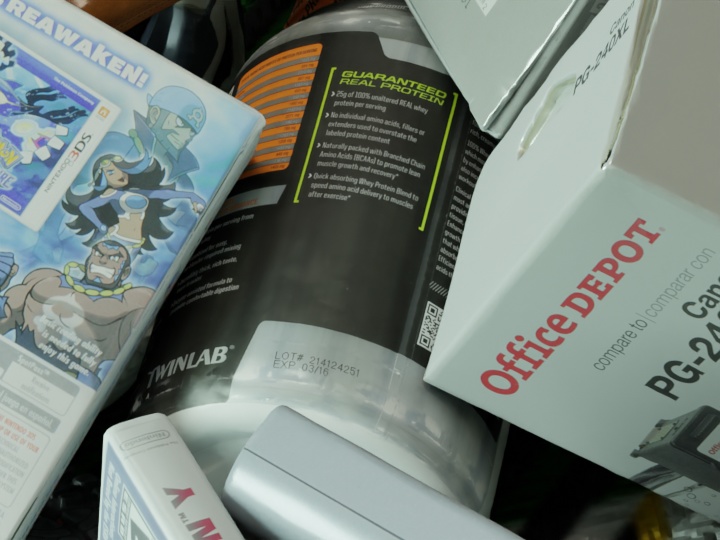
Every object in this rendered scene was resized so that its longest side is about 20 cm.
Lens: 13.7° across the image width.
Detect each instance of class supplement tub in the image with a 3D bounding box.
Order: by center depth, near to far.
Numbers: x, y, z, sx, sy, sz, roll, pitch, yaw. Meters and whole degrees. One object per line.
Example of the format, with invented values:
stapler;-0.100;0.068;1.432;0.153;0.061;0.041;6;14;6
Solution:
supplement tub;0.000;0.000;1.000;0.122;0.123;0.201;4;52;17

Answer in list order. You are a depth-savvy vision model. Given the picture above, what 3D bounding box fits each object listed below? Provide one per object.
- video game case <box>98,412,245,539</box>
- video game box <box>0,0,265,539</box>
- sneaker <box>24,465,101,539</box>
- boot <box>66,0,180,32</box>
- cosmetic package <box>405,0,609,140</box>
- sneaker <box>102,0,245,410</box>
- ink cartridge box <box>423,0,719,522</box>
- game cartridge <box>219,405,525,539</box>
video game case;-0.031;0.170;0.819;0.023;0.201;0.182;-14;46;-24
video game box;-0.159;-0.017;0.921;0.199;0.047;0.183;30;74;1
sneaker;-0.158;0.090;1.002;0.080;0.075;0.200;-13;26;-41
boot;-0.105;-0.154;1.020;0.199;0.069;0.189;-27;75;-2
cosmetic package;0.118;-0.092;1.004;0.199;0.090;0.107;12;35;-36
sneaker;-0.084;-0.046;1.096;0.079;0.130;0.200;4;90;6
ink cartridge box;0.136;0.013;0.886;0.199;0.145;0.084;25;57;-8
game cartridge;0.038;0.109;0.852;0.133;0.200;0.042;23;74;31
